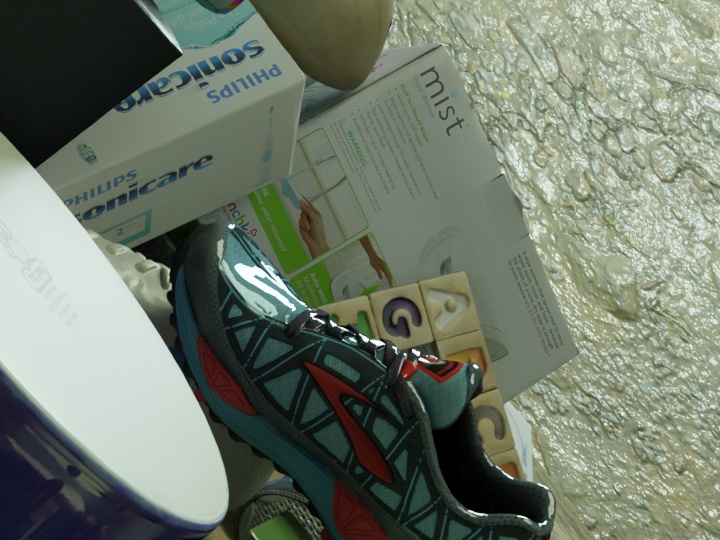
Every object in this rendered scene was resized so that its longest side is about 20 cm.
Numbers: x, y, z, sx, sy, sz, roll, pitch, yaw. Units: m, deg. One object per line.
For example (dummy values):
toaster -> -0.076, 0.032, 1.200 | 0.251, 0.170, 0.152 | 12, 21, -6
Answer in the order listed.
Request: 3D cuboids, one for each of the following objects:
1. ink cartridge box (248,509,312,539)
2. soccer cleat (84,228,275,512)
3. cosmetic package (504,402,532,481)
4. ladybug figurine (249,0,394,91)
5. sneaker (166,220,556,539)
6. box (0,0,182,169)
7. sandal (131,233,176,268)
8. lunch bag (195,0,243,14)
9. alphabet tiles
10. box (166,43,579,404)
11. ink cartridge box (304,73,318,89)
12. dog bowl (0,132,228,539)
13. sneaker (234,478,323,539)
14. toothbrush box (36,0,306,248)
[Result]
ink cartridge box -> 0.002, 0.192, 0.679 | 0.200, 0.059, 0.104 | 53, 4, 7
soccer cleat -> -0.102, 0.017, 0.781 | 0.200, 0.086, 0.070 | 52, 5, -11
cosmetic package -> 0.057, 0.146, 1.124 | 0.151, 0.052, 0.200 | 46, 34, -39
ladybug figurine -> -0.047, -0.181, 0.946 | 0.200, 0.072, 0.136 | 52, 8, 26
sneaker -> 0.007, 0.050, 0.732 | 0.200, 0.095, 0.079 | 51, 30, -9
box -> -0.178, -0.118, 0.688 | 0.104, 0.148, 0.200 | 49, 7, -42
sandal -> -0.145, -0.041, 0.933 | 0.043, 0.076, 0.200 | 59, 6, -71
lunch bag -> -0.097, -0.205, 0.730 | 0.200, 0.077, 0.160 | 54, 5, 3
alphabet tiles -> 0.017, 0.111, 0.909 | 0.008, 0.167, 0.200 | -22, -96, 54
box -> 0.000, 0.000, 0.991 | 0.097, 0.176, 0.200 | 7, -54, 63
ink cartridge box -> -0.068, -0.132, 1.088 | 0.200, 0.086, 0.148 | 34, 20, -47
dog bowl -> -0.130, 0.021, 0.543 | 0.200, 0.079, 0.200 | 52, 5, -6
sneaker -> 0.007, 0.175, 0.776 | 0.200, 0.077, 0.085 | 54, 9, 15
toothbrush box -> -0.141, -0.114, 0.882 | 0.200, 0.146, 0.085 | 53, -24, 23
